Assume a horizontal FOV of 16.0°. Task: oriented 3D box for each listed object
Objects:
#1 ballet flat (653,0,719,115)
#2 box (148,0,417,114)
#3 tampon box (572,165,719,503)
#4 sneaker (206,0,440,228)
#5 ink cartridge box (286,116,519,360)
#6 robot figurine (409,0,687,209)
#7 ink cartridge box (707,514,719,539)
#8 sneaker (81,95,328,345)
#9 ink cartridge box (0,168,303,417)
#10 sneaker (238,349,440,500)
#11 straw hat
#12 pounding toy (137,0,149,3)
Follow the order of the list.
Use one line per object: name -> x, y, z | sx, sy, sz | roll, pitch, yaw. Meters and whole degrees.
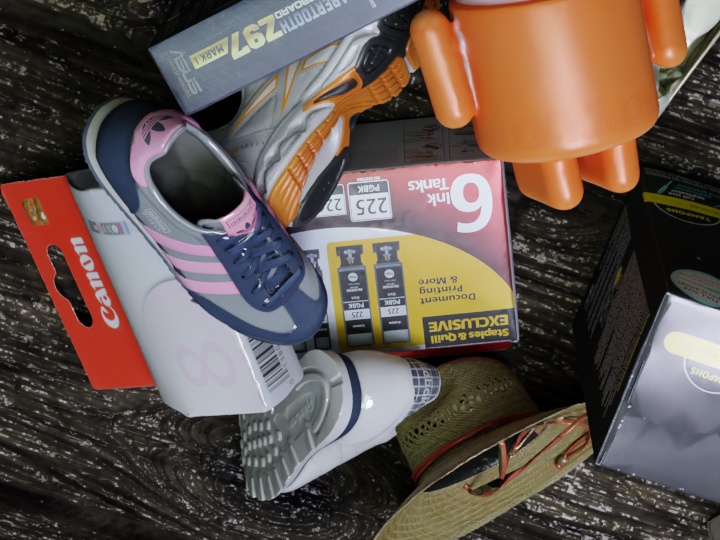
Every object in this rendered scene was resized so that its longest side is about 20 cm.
ballet flat -> 0.185, -0.140, 1.607 | 0.069, 0.070, 0.200 | 32, 111, -13
box -> -0.035, -0.170, 1.521 | 0.157, 0.200, 0.051 | -27, 106, 11
tampon box -> 0.229, 0.045, 1.617 | 0.149, 0.200, 0.127 | 17, 114, -8
sneaker -> -0.030, -0.127, 1.585 | 0.092, 0.200, 0.076 | 26, 160, 28
ink cartridge box -> 0.000, 0.000, 1.663 | 0.199, 0.084, 0.176 | -6, 116, 3
robot figurine -> 0.115, -0.141, 1.537 | 0.143, 0.117, 0.201 | -7, 107, 21
ink cartridge box -> 0.352, 0.226, 1.762 | 0.145, 0.084, 0.200 | -32, 111, 14
sneaker -> -0.078, -0.021, 1.497 | 0.200, 0.082, 0.070 | 44, 73, -30
ink cartridge box -> -0.145, 0.014, 1.626 | 0.200, 0.057, 0.163 | -8, 112, 38
sneaker -> -0.020, 0.101, 1.678 | 0.080, 0.200, 0.077 | -7, 78, -27
straw hat -> 0.073, 0.106, 1.704 | 0.201, 0.201, 0.085 | -36, 71, 15
pounding toy -> -0.081, -0.283, 1.501 | 0.200, 0.142, 0.184 | -23, 113, 11
